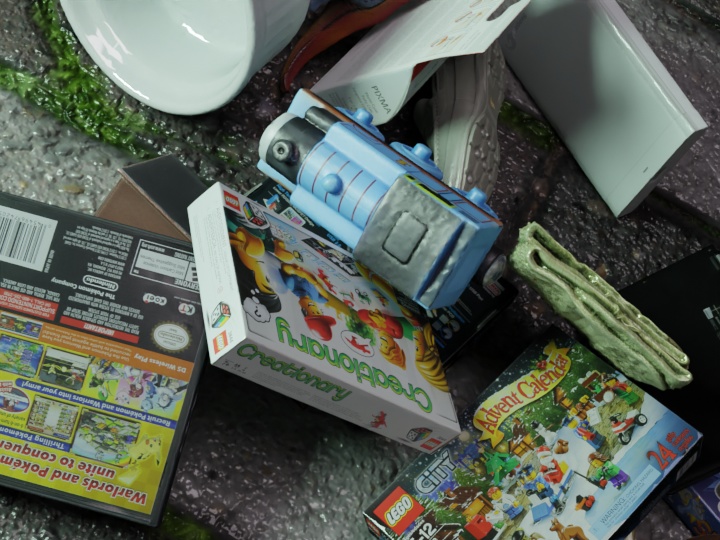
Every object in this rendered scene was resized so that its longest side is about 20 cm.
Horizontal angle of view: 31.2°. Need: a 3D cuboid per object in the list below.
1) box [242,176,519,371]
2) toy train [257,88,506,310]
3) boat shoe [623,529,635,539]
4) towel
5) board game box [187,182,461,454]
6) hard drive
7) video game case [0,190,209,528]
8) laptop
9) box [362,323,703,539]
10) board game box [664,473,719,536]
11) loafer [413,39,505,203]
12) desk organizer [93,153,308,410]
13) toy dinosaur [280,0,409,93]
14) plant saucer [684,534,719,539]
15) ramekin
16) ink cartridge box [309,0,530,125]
[{"bbox_3d":[0.000,0.000,0.988,0.200,0.046,0.159,44,55,8],"label":"box"},{"bbox_3d":[0.012,-0.053,0.909,0.200,0.087,0.114,37,14,16],"label":"toy train"},{"bbox_3d":[0.157,0.158,0.945,0.066,0.072,0.202,5,57,-7],"label":"boat shoe"},{"bbox_3d":[0.161,0.027,0.911,0.148,0.200,0.037,42,93,4],"label":"towel"},{"bbox_3d":[-0.022,0.035,0.841,0.200,0.035,0.127,27,36,-40],"label":"board game box"},{"bbox_3d":[0.203,-0.162,1.114,0.026,0.132,0.200,-22,70,-30],"label":"hard drive"},{"bbox_3d":[-0.200,0.051,0.831,0.199,0.026,0.182,15,78,0],"label":"video game case"},{"bbox_3d":[0.305,0.086,1.024,0.199,0.116,0.188,-27,46,7],"label":"laptop"},{"bbox_3d":[0.119,0.148,0.891,0.136,0.038,0.200,38,70,27],"label":"box"},{"bbox_3d":[0.311,0.168,1.015,0.135,0.034,0.200,-29,73,-33],"label":"board game box"},{"bbox_3d":[0.080,-0.121,1.087,0.069,0.070,0.201,-9,47,23],"label":"loafer"},{"bbox_3d":[-0.100,0.017,0.906,0.200,0.077,0.072,43,26,8],"label":"desk organizer"},{"bbox_3d":[0.029,-0.246,1.095,0.180,0.105,0.201,5,102,-2],"label":"toy dinosaur"},{"bbox_3d":[0.278,0.276,0.893,0.199,0.037,0.201,10,60,-17],"label":"plant saucer"},{"bbox_3d":[-0.133,-0.230,0.988,0.200,0.201,0.098,42,47,7],"label":"ramekin"},{"bbox_3d":[0.071,-0.183,1.039,0.160,0.199,0.047,-49,119,-34],"label":"ink cartridge box"}]
